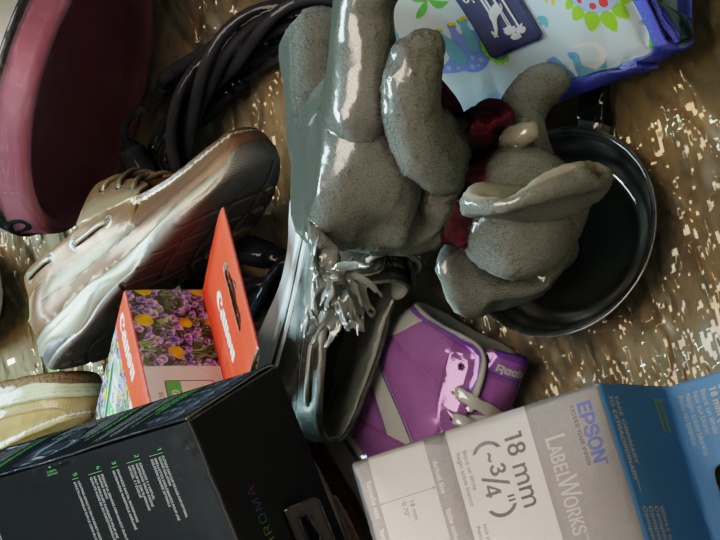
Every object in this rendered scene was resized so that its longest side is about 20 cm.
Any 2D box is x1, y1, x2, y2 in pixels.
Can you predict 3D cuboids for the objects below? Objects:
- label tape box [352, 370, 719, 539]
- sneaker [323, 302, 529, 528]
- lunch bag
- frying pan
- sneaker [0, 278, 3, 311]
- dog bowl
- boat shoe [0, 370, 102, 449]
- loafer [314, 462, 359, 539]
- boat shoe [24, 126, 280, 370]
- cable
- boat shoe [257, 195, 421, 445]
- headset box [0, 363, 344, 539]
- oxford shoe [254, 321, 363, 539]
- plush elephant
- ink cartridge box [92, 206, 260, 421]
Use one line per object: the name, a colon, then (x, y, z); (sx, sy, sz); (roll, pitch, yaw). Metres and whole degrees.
label tape box: (0.112, 0.136, 1.473); (0.199, 0.063, 0.145); (-19, 73, 8)
sneaker: (0.058, 0.104, 1.556); (0.114, 0.073, 0.201); (-44, 62, 19)
lunch bag: (0.078, -0.183, 1.546); (0.170, 0.127, 0.201); (-20, 81, 38)
frying pan: (0.105, -0.054, 1.564); (0.115, 0.031, 0.191); (-15, 66, 28)
sneaker: (-0.308, 0.006, 1.802); (0.200, 0.099, 0.078); (12, 91, 35)
dog bowl: (-0.184, -0.110, 1.683); (0.074, 0.200, 0.201); (15, 93, 17)
boat shoe: (-0.219, 0.117, 1.747); (0.200, 0.072, 0.076); (-26, 67, 43)
loafer: (-0.022, 0.181, 1.571); (0.072, 0.063, 0.201); (-7, 100, 37)
boat shoe: (-0.126, -0.023, 1.649); (0.200, 0.076, 0.072); (-40, 68, 29)
cable: (-0.046, -0.064, 1.658); (0.200, 0.051, 0.164); (-26, 73, 28)
boat shoe: (0.000, 0.000, 1.570); (0.071, 0.072, 0.201); (15, 90, 41)
headset box: (-0.101, 0.159, 1.511); (0.200, 0.093, 0.175); (-19, 96, 32)
oxford shoe: (-0.048, 0.133, 1.640); (0.074, 0.071, 0.201); (-26, 68, 56)
plush elephant: (0.049, -0.055, 1.473); (0.165, 0.154, 0.201); (129, 143, -66)
ink cartridge box: (-0.105, 0.072, 1.610); (0.200, 0.050, 0.109); (107, 155, -43)
